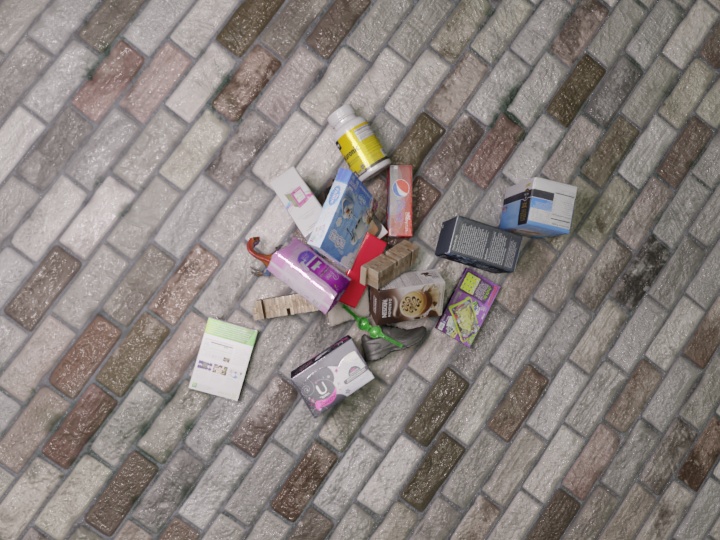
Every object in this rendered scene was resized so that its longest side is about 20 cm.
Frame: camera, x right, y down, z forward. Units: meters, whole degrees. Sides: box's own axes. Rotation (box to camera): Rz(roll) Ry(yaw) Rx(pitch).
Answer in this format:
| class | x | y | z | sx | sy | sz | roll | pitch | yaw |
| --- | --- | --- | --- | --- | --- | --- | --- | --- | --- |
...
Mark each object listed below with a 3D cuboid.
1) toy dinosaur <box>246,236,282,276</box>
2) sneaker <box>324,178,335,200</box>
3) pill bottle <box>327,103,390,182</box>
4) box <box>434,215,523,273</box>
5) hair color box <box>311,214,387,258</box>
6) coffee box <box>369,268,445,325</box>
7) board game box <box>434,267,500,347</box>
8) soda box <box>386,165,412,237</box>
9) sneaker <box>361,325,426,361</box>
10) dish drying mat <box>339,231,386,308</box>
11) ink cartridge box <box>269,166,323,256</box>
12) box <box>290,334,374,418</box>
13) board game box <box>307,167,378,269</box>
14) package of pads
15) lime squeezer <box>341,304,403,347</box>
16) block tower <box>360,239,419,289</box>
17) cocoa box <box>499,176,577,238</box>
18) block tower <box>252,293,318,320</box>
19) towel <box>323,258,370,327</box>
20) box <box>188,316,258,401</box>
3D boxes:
| class | x | y | z | sx | sy | sz | roll | pitch | yaw |
| --- | --- | --- | --- | --- | --- | --- | --- | --- | --- |
| toy dinosaur | -0.219 | -0.030 | 1.460 | 0.180 | 0.198 | 0.107 | 31 | 71 | -39 |
| sneaker | -0.065 | -0.185 | 1.476 | 0.086 | 0.201 | 0.077 | 17 | 127 | -1 |
| pill bottle | -0.008 | -0.358 | 1.507 | 0.110 | 0.111 | 0.202 | -31 | 92 | -6 |
| box | 0.332 | -0.070 | 1.523 | 0.197 | 0.148 | 0.109 | 17 | 87 | -6 |
| hair color box | -0.031 | -0.084 | 1.518 | 0.199 | 0.061 | 0.102 | -41 | 102 | -6 |
| coffee box | 0.128 | 0.073 | 1.496 | 0.196 | 0.080 | 0.115 | -8 | 121 | -15 |
| board game box | 0.315 | 0.109 | 1.578 | 0.119 | 0.032 | 0.202 | 29 | 87 | -1 |
| soda box | 0.112 | -0.196 | 1.541 | 0.069 | 0.063 | 0.204 | 1 | 89 | -6 |
| sneaker | 0.094 | 0.189 | 1.530 | 0.197 | 0.076 | 0.092 | -19 | 83 | -10 |
| dish drying mat | 0.000 | 0.000 | 1.465 | 0.076 | 0.018 | 0.203 | 25 | 93 | -34 |
| ink cartridge box | -0.144 | -0.157 | 1.434 | 0.084 | 0.145 | 0.201 | -33 | 66 | -1 |
| box | -0.079 | 0.291 | 1.483 | 0.198 | 0.115 | 0.133 | -32 | 92 | -6 |
| board game box | -0.038 | -0.124 | 1.359 | 0.043 | 0.200 | 0.202 | 21 | 84 | 25 |
| package of pads | -0.131 | 0.011 | 1.382 | 0.199 | 0.121 | 0.076 | 37 | 124 | 3 |
| lime squeezer | 0.031 | 0.155 | 1.491 | 0.199 | 0.071 | 0.038 | 35 | 58 | 1 |
| block tower | 0.082 | -0.017 | 1.463 | 0.199 | 0.057 | 0.055 | -31 | 135 | -41 |
| cocoa box | 0.496 | -0.171 | 1.518 | 0.131 | 0.200 | 0.134 | 11 | 88 | -7 |
| block tower | -0.197 | 0.094 | 1.471 | 0.196 | 0.058 | 0.055 | -10 | 92 | 11 |
| towel | -0.039 | 0.052 | 1.493 | 0.130 | 0.034 | 0.204 | -13 | 112 | -18 |
| box | -0.379 | 0.245 | 1.489 | 0.142 | 0.036 | 0.204 | 17 | 88 | -6 |
